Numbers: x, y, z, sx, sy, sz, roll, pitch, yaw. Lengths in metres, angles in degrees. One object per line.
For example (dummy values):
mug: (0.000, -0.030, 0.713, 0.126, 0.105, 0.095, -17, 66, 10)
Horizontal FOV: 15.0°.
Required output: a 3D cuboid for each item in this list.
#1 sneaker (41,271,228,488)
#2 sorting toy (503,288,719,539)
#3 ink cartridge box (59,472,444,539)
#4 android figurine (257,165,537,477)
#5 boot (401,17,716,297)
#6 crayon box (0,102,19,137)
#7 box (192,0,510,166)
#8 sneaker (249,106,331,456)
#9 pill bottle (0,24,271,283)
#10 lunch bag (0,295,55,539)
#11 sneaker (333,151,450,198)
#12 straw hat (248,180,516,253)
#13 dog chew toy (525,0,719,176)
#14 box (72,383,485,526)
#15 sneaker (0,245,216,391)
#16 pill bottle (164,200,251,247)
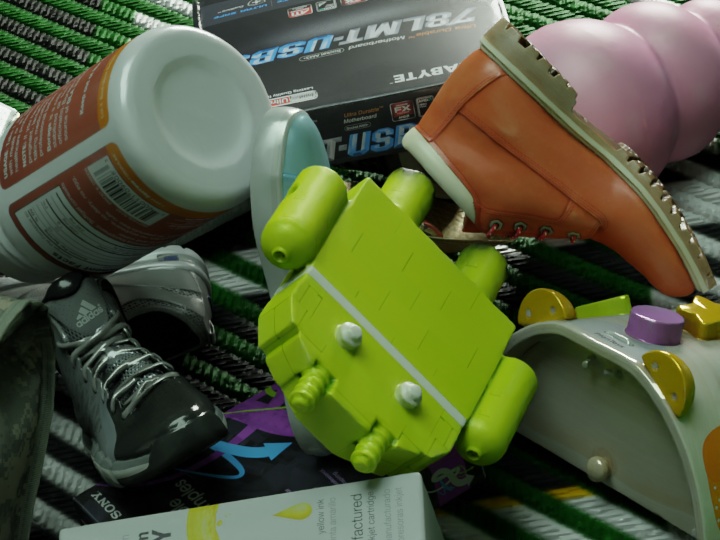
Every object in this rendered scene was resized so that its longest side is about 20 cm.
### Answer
sneaker: (-0.146, 0.057, 1.583, 0.075, 0.116, 0.200, -28, 10, -17)
sorting toy: (0.195, 0.059, 1.549, 0.180, 0.107, 0.200, -15, 29, -35)
ink cartridge box: (-0.054, 0.198, 1.409, 0.199, 0.083, 0.145, -10, 50, 8)
android figurine: (0.016, 0.030, 1.468, 0.041, 0.182, 0.200, -35, 13, 38)
boot: (0.117, -0.041, 1.604, 0.107, 0.200, 0.075, -45, 0, 5)
crayon box: (-0.293, 0.003, 1.730, 0.058, 0.173, 0.200, 26, 36, -9)
box: (-0.003, -0.133, 1.720, 0.199, 0.050, 0.199, -11, 28, 1)
sneaker: (-0.007, 0.002, 1.544, 0.082, 0.201, 0.074, -8, 8, 21)
pill bottle: (-0.148, -0.061, 1.609, 0.200, 0.112, 0.112, -25, 18, 48)
lunch bag: (-0.270, 0.099, 1.550, 0.164, 0.118, 0.201, 5, 81, 26)
sneaker: (0.017, -0.083, 1.793, 0.106, 0.075, 0.200, -8, 9, 14)
straw hat: (0.000, 0.000, 1.683, 0.200, 0.085, 0.201, 9, 8, -1)
dog chew toy: (0.182, -0.118, 1.770, 0.200, 0.125, 0.124, -26, 35, -29)
box: (-0.049, 0.127, 1.576, 0.200, 0.036, 0.143, -31, 37, -19)
sneaker: (-0.185, 0.044, 1.712, 0.200, 0.075, 0.082, -21, 38, -5)
pill bottle: (-0.137, -0.068, 1.822, 0.200, 0.110, 0.110, -28, 36, -18)
